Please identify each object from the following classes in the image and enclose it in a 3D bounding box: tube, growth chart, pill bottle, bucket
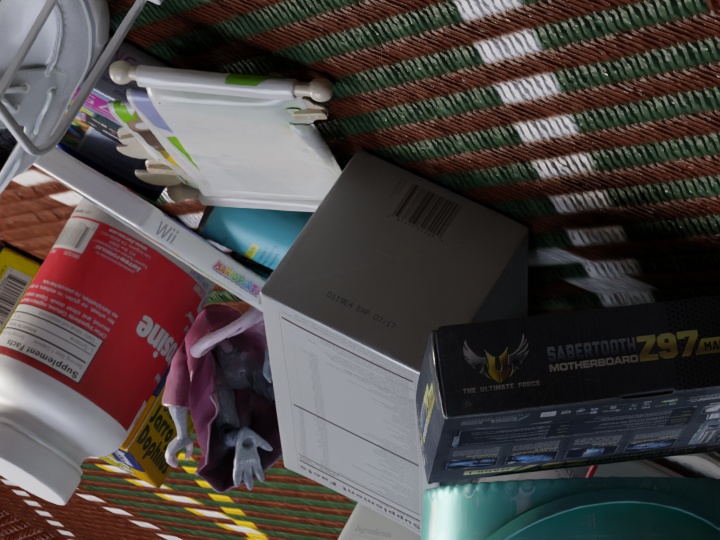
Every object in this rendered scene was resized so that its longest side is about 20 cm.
[{"bbox_3d":[0.000,0.000,1.682,0.199,0.051,0.077,27,172,-7],"label":"tube"},{"bbox_3d":[-0.071,-0.070,1.546,0.144,0.018,0.200,8,162,12],"label":"growth chart"},{"bbox_3d":[-0.190,0.055,1.919,0.112,0.201,0.112,28,167,7],"label":"pill bottle"},{"bbox_3d":[0.123,0.183,1.502,0.206,0.135,0.207,-2,172,0],"label":"bucket"}]

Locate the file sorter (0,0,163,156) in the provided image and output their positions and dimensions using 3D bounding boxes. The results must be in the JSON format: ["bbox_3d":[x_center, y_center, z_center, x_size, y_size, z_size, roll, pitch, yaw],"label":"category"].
[{"bbox_3d":[-0.223,-0.160,1.394,0.199,0.125,0.139,24,166,20],"label":"file sorter"}]

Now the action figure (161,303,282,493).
[{"bbox_3d":[-0.101,0.069,1.955,0.149,0.134,0.200,61,177,-27],"label":"action figure"}]

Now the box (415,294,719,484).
[{"bbox_3d":[0.130,0.059,1.392,0.199,0.051,0.158,-6,163,-3],"label":"box"}]

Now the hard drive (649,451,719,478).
[{"bbox_3d":[0.208,0.118,1.682,0.139,0.038,0.200,34,166,-16],"label":"hard drive"}]

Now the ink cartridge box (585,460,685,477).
[{"bbox_3d":[0.170,0.214,1.709,0.084,0.145,0.200,23,166,23],"label":"ink cartridge box"}]

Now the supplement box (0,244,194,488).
[{"bbox_3d":[-0.233,0.077,2.274,0.199,0.110,0.109,24,165,19],"label":"supplement box"}]

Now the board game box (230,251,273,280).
[{"bbox_3d":[0.014,0.046,1.836,0.135,0.028,0.200,20,163,37],"label":"board game box"}]

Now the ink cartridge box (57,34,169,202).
[{"bbox_3d":[-0.164,-0.100,1.665,0.119,0.042,0.200,29,168,3],"label":"ink cartridge box"}]

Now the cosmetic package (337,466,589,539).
[{"bbox_3d":[0.081,0.222,1.821,0.123,0.200,0.200,7,148,39],"label":"cosmetic package"}]

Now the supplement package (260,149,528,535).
[{"bbox_3d":[0.022,0.047,1.572,0.113,0.110,0.200,26,153,17],"label":"supplement package"}]

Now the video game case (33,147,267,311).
[{"bbox_3d":[-0.116,-0.020,1.715,0.143,0.018,0.200,31,177,40],"label":"video game case"}]

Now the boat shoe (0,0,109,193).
[{"bbox_3d":[-0.195,-0.106,1.534,0.072,0.069,0.200,34,144,-3],"label":"boat shoe"}]
